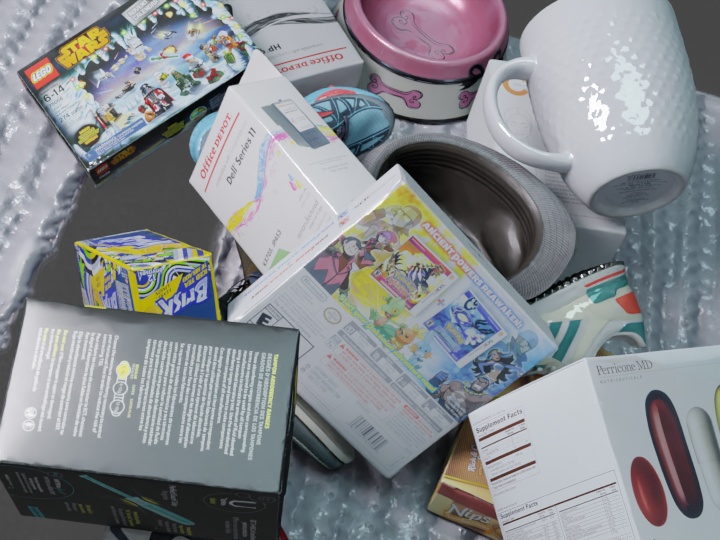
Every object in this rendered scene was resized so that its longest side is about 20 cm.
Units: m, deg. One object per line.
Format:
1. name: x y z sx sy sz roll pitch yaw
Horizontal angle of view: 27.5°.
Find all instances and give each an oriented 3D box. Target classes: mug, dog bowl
1. mug: 0.207 -0.144 1.328 0.200 0.148 0.176 -2 63 -14
2. dog bowl: 0.065 -0.252 1.537 0.200 0.074 0.200 7 53 -10

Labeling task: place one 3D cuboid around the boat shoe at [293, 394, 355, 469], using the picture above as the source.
1. boat shoe: -0.090 0.106 1.257 0.200 0.073 0.062 42 98 8

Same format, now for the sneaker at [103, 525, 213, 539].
1. sneaker: -0.133 0.139 1.197 0.129 0.080 0.199 9 53 -10

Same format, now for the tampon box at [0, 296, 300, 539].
1. tampon box: -0.149 0.114 1.079 0.200 0.150 0.126 7 65 -1

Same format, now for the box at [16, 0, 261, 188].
1. box: -0.206 -0.187 1.399 0.200 0.040 0.137 -35 67 -10

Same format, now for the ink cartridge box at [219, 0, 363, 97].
1. ink cartridge box: -0.077 -0.216 1.476 0.116 0.068 0.200 -19 62 -25

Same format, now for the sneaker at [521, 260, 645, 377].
1. sneaker: 0.156 0.069 1.258 0.200 0.070 0.094 -26 90 -13

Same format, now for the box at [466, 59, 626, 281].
1. box: 0.177 -0.094 1.436 0.124 0.098 0.200 7 54 -9

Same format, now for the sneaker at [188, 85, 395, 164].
1. sneaker: -0.055 -0.113 1.387 0.200 0.079 0.096 -14 30 -14

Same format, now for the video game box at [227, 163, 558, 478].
1. video game box: 0.026 0.044 1.172 0.200 0.182 0.047 46 16 -23

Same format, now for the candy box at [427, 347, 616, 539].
1. candy box: 0.147 0.140 1.283 0.115 0.055 0.200 23 53 3

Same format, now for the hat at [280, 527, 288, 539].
1. hat: 0.001 0.300 1.154 0.165 0.176 0.200 4 91 -14

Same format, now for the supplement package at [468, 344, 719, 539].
1. supplement package: 0.223 0.178 1.162 0.191 0.147 0.200 -3 71 -37

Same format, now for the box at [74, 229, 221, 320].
1. box: -0.178 0.011 1.211 0.070 0.200 0.064 -11 102 -21

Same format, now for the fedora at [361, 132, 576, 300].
1. fedora: 0.079 -0.027 1.293 0.200 0.090 0.177 30 54 7

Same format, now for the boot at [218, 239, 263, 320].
1. boot: -0.082 0.008 1.274 0.097 0.075 0.200 22 32 -53

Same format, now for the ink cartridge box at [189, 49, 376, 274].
1. ink cartridge box: -0.073 -0.081 1.245 0.067 0.117 0.200 -17 58 -41
